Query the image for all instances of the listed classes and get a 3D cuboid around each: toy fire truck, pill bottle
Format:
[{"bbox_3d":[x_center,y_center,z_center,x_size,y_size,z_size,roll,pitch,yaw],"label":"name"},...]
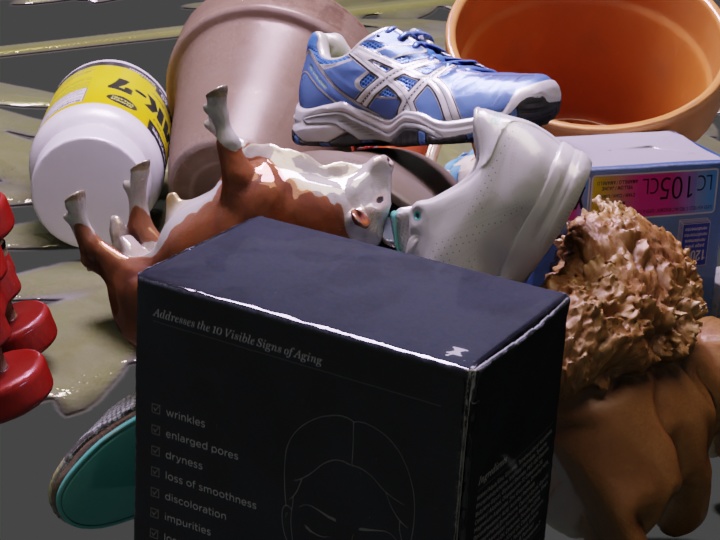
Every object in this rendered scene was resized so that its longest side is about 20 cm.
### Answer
[{"bbox_3d":[-0.300,0.038,1.189,0.166,0.113,0.200,-18,23,0],"label":"toy fire truck"},{"bbox_3d":[-0.219,-0.098,1.500,0.113,0.116,0.200,1,23,-3],"label":"pill bottle"}]

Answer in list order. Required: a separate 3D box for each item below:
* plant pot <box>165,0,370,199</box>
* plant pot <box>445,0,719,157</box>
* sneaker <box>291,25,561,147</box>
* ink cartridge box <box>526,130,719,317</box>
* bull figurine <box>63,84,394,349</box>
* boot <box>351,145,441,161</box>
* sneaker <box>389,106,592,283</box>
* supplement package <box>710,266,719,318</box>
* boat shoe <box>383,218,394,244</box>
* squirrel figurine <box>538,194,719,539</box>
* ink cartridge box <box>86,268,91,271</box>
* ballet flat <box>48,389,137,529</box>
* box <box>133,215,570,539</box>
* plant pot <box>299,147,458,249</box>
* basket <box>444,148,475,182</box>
[{"bbox_3d":[-0.083,-0.114,1.489,0.198,0.202,0.175,6,39,9],"label":"plant pot"},{"bbox_3d":[0.156,-0.114,1.267,0.198,0.141,0.201,1,45,-1],"label":"plant pot"},{"bbox_3d":[0.036,-0.118,1.139,0.198,0.078,0.075,2,5,33],"label":"sneaker"},{"bbox_3d":[0.153,0.018,1.143,0.135,0.202,0.076,-4,22,-18],"label":"ink cartridge box"},{"bbox_3d":[-0.078,-0.031,1.036,0.199,0.122,0.065,-32,-4,18],"label":"bull figurine"},{"bbox_3d":[0.013,-0.101,1.428,0.107,0.075,0.201,36,54,-15],"label":"boot"},{"bbox_3d":[0.047,0.003,1.010,0.088,0.201,0.075,30,5,0],"label":"sneaker"},{"bbox_3d":[0.314,0.076,1.135,0.109,0.115,0.199,-11,26,-34],"label":"supplement package"},{"bbox_3d":[0.001,-0.044,1.297,0.199,0.062,0.073,12,50,48],"label":"boat shoe"},{"bbox_3d":[0.171,0.061,1.039,0.186,0.202,0.141,-25,26,-28],"label":"squirrel figurine"},{"bbox_3d":[-0.069,0.026,1.307,0.199,0.041,0.199,-13,29,-36],"label":"ink cartridge box"},{"bbox_3d":[-0.099,0.082,1.061,0.199,0.072,0.072,-34,28,-2],"label":"ballet flat"},{"bbox_3d":[-0.009,0.098,0.935,0.198,0.199,0.124,15,25,27],"label":"box"},{"bbox_3d":[0.000,0.000,1.156,0.198,0.202,0.174,9,25,15],"label":"plant pot"},{"bbox_3d":[0.174,-0.054,1.403,0.198,0.141,0.176,9,22,37],"label":"basket"}]
